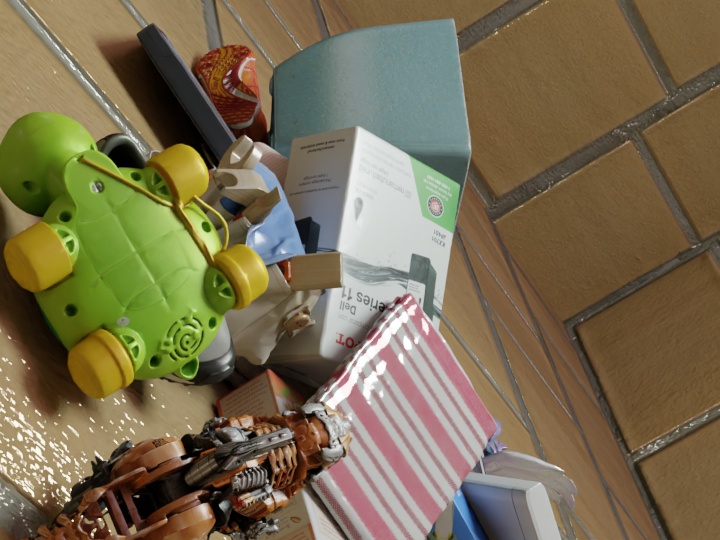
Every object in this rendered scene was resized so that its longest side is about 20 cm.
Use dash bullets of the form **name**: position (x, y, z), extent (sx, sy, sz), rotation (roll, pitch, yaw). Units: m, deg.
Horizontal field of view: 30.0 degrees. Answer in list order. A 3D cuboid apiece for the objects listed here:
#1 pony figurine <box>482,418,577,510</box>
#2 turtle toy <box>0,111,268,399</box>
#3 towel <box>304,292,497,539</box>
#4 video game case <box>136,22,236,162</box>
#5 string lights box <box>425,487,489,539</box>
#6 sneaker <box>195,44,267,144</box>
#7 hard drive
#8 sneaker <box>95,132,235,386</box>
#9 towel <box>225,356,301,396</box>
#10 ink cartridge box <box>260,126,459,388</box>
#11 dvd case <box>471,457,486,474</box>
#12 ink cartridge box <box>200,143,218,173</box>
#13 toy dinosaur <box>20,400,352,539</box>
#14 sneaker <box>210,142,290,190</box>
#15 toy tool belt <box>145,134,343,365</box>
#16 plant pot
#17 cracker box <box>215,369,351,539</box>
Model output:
- **pony figurine**: position (0.115, 0.224, 1.444), extent (0.192, 0.168, 0.200), rotation (24, 24, -9)
- **turtle toy**: position (-0.162, -0.015, 0.866), extent (0.201, 0.145, 0.101), rotation (59, -28, -4)
- **towel**: position (0.025, 0.127, 1.050), extent (0.147, 0.030, 0.200), rotation (56, 45, -14)
- **video game case**: position (-0.158, -0.159, 1.373), extent (0.201, 0.025, 0.181), rotation (57, 0, -9)
- **string lights box**: position (0.051, 0.234, 1.188), extent (0.201, 0.102, 0.059), rotation (60, 11, 7)
- **sneaker**: position (-0.148, -0.197, 1.553), extent (0.201, 0.072, 0.078), rotation (-101, 180, -50)
- **hard drive**: position (0.113, 0.249, 1.236), extent (0.199, 0.027, 0.133), rotation (-3, -71, 57)
- **sneaker**: position (-0.149, -0.007, 0.951), extent (0.074, 0.079, 0.201), rotation (-20, 70, -34)
- **towel**: position (-0.114, 0.043, 1.140), extent (0.200, 0.034, 0.133), rotation (49, 17, -45)
- **ink cartridge box**: position (0.000, 0.000, 1.146), extent (0.146, 0.083, 0.202), rotation (24, 68, -43)
- **dvd case**: position (0.076, 0.114, 1.273), extent (0.200, 0.016, 0.150), rotation (58, 15, -47)
- **ink cartridge box**: position (-0.101, -0.017, 1.323), extent (0.201, 0.043, 0.174), rotation (53, -1, -28)
- **toy dinosaur**: position (-0.102, 0.116, 0.703), extent (0.198, 0.136, 0.103), rotation (5, 63, -25)
- **sneaker**: position (-0.056, -0.027, 1.196), extent (0.201, 0.105, 0.075), rotation (50, -19, -20)
- **toy tool belt**: position (-0.087, -0.037, 1.054), extent (0.125, 0.122, 0.201), rotation (32, 28, -53)
- **plant pot**: position (0.000, -0.135, 1.440), extent (0.197, 0.198, 0.197), rotation (98, -10, -52)
- **cracker box**: position (-0.037, 0.192, 1.034), extent (0.134, 0.057, 0.201), rotation (47, 16, -45)
